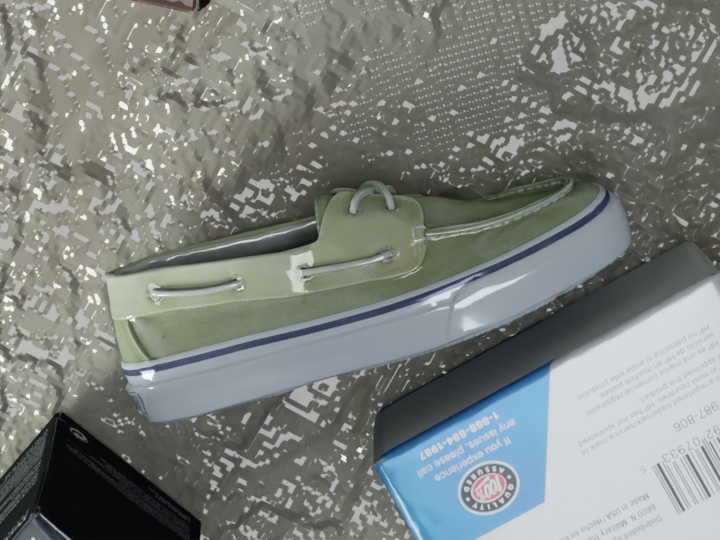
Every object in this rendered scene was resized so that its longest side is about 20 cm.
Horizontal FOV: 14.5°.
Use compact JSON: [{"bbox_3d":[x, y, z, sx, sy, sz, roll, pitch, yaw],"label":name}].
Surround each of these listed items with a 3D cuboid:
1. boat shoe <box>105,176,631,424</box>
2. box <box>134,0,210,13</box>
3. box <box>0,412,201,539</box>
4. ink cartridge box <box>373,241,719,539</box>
[{"bbox_3d":[0.000,0.000,1.055,0.200,0.072,0.062,-19,103,5],"label":"boat shoe"},{"bbox_3d":[-0.143,-0.163,1.022,0.200,0.075,0.100,11,100,-2],"label":"box"},{"bbox_3d":[-0.149,0.165,1.047,0.079,0.141,0.200,39,98,-7],"label":"box"},{"bbox_3d":[0.114,0.113,1.071,0.145,0.084,0.200,-29,99,5],"label":"ink cartridge box"}]
